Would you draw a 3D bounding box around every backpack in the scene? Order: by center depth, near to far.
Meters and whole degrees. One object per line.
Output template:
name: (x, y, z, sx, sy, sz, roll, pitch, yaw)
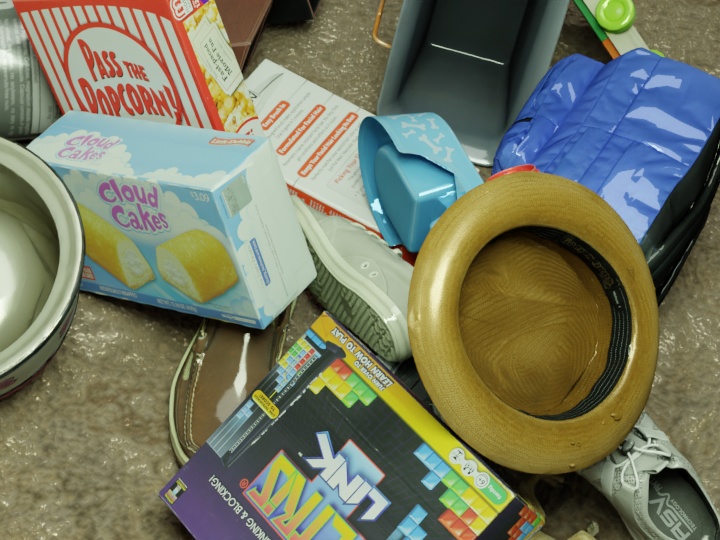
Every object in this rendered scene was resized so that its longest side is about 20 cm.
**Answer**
backpack: (0.179, -0.049, 1.337, 0.167, 0.163, 0.200, 21, 60, 18)

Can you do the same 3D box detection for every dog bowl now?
dog bowl: (-0.282, 0.007, 1.198, 0.199, 0.074, 0.201, -1, 64, 1)
dog bowl: (0.060, -0.029, 1.233, 0.049, 0.112, 0.201, -18, 58, -16)

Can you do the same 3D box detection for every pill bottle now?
pill bottle: (-0.256, -0.158, 1.354, 0.199, 0.114, 0.114, -6, 51, -18)

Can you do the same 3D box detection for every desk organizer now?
desk organizer: (-0.090, -0.213, 1.447, 0.077, 0.072, 0.200, -3, 41, 21)

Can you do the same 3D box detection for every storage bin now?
storage bin: (0.089, -0.213, 1.443, 0.145, 0.201, 0.135, 15, 36, 0)

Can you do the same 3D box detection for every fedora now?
fedora: (0.098, 0.035, 1.113, 0.200, 0.082, 0.202, 3, 84, -33)

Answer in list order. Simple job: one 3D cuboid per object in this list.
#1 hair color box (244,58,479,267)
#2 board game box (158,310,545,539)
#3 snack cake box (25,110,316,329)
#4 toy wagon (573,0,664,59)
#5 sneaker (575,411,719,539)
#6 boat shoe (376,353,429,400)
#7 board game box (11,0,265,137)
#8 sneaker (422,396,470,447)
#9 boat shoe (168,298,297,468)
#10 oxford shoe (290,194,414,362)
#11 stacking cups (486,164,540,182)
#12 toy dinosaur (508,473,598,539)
hair color box: (-0.022, -0.073, 1.370, 0.199, 0.064, 0.111, 29, 49, 11)
board game box: (-0.010, 0.148, 1.101, 0.165, 0.057, 0.200, -47, 52, -2)
snack cake box: (-0.137, -0.038, 1.219, 0.199, 0.115, 0.067, 10, 43, 39)
toy wagon: (0.202, -0.237, 1.508, 0.039, 0.155, 0.200, -35, 68, 10)
sneaker: (0.182, 0.119, 1.181, 0.200, 0.082, 0.075, 45, 76, -6)
boat shoe: (0.032, 0.097, 1.234, 0.066, 0.070, 0.200, 26, 41, 12)
board game box: (-0.147, -0.118, 1.254, 0.151, 0.201, 0.046, 4, 37, 37)
sneaker: (0.028, 0.179, 1.131, 0.115, 0.075, 0.201, -14, 60, 5)
boat shoe: (-0.088, 0.051, 1.236, 0.074, 0.075, 0.203, 12, 48, -2)
oxford shoe: (0.000, 0.000, 1.257, 0.058, 0.075, 0.200, -28, 37, -16)
stacking cups: (0.135, 0.023, 1.241, 0.060, 0.201, 0.061, -17, 12, 4)
toy dinosaur: (0.103, 0.181, 1.179, 0.199, 0.058, 0.101, 24, 49, 9)
